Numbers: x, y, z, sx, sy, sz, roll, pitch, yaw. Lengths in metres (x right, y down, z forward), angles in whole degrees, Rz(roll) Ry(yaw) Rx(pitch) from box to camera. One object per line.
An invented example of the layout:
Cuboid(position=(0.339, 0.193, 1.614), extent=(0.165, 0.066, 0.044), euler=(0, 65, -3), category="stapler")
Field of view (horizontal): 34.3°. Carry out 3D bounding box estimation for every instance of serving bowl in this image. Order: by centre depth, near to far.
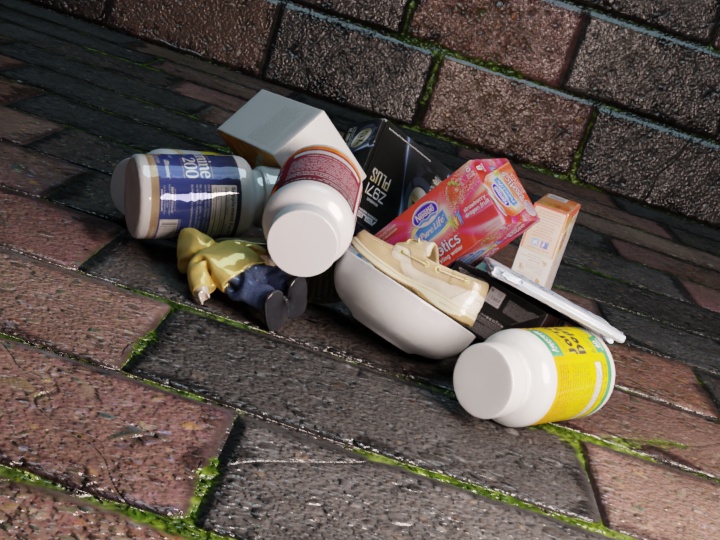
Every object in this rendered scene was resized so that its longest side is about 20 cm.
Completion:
Cuboid(position=(0.043, 0.054, 1.458), extent=(0.200, 0.066, 0.200), euler=(34, 0, 0), category="serving bowl")

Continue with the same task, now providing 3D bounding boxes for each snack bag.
Cuboid(position=(0.240, 0.040, 1.466), extent=(0.188, 0.021, 0.200), euler=(29, 5, 0), category="snack bag")

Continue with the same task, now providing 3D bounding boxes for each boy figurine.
Cuboid(position=(-0.163, 0.005, 1.436), extent=(0.200, 0.065, 0.124), euler=(24, 41, 33), category="boy figurine")

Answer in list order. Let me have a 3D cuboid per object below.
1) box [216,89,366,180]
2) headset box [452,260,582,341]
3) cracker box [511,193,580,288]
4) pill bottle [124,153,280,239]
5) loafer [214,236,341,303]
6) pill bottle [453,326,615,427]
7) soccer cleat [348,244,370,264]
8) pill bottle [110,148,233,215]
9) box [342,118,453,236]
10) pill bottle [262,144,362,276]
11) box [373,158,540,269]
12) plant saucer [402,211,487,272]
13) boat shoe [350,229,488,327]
Cuboid(position=(-0.101, -0.170, 1.678), extent=(0.125, 0.097, 0.200), euler=(55, -13, -31), category="box")
Cuboid(position=(0.208, 0.067, 1.554), extent=(0.149, 0.077, 0.200), euler=(33, 5, 30), category="headset box")
Cuboid(position=(0.259, -0.007, 1.722), extent=(0.058, 0.201, 0.134), euler=(20, 14, 13), category="cracker box")
Cuboid(position=(-0.205, -0.098, 1.545), extent=(0.199, 0.111, 0.111), euler=(-1, 21, -23), category="pill bottle")
Cuboid(position=(-0.103, -0.010, 1.541), extent=(0.199, 0.076, 0.067), euler=(15, 14, -5), category="loafer")
Cuboid(position=(0.199, 0.122, 1.352), extent=(0.113, 0.113, 0.200), euler=(30, 19, 39), category="pill bottle")
Cuboid(position=(0.000, 0.000, 1.644), extent=(0.200, 0.070, 0.086), euler=(7, 19, -36), category="soccer cleat")
Cuboid(position=(-0.257, -0.117, 1.675), extent=(0.112, 0.112, 0.200), euler=(27, 17, 31), category="pill bottle")
Cuboid(position=(0.047, -0.105, 1.750), extent=(0.200, 0.164, 0.086), euler=(35, -22, -35), category="box")
Cuboid(position=(-0.060, -0.073, 1.445), extent=(0.113, 0.113, 0.200), euler=(17, 25, -3), category="pill bottle")
Cuboid(position=(0.124, -0.055, 1.556), extent=(0.095, 0.200, 0.100), euler=(-8, 67, -50), category="box")
Cuboid(position=(0.116, 0.001, 1.686), extent=(0.200, 0.027, 0.201), euler=(26, 45, -29), category="plant saucer")
Cuboid(position=(0.077, -0.004, 1.481), extent=(0.200, 0.069, 0.074), euler=(34, -1, 24), category="boat shoe")
